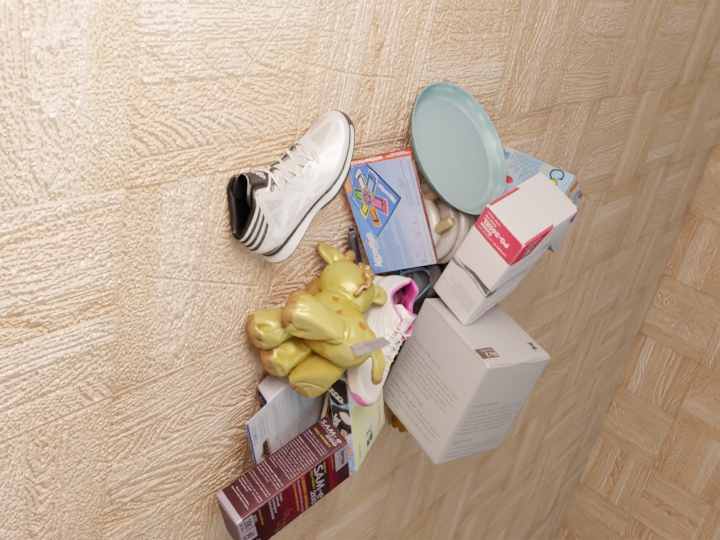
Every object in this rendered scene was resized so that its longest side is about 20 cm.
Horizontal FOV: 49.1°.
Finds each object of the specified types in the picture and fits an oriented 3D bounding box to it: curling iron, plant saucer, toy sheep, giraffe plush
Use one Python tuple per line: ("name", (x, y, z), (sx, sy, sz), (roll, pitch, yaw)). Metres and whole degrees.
("curling iron", (0.000, 0.000, 1.195), (0.050, 0.025, 0.202), (-50, 149, -23))
("plant saucer", (0.141, -0.176, 1.161), (0.197, 0.027, 0.206), (15, 65, -36))
("toy sheep", (0.116, -0.075, 1.212), (0.197, 0.137, 0.141), (-1, 117, -40))
("giraffe plush", (-0.040, 0.053, 1.077), (0.164, 0.195, 0.175), (-78, 153, -44))

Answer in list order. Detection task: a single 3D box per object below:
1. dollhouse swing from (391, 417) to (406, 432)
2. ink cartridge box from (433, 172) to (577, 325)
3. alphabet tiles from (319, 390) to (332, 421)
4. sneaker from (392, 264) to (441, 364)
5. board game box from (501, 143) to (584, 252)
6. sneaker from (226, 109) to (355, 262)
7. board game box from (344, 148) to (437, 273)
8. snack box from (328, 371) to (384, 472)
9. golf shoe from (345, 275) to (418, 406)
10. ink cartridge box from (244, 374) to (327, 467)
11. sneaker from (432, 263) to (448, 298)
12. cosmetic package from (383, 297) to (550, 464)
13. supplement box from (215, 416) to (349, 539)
("dollhouse swing", (0.150, 0.217, 1.508), (0.195, 0.175, 0.187), (-7, 94, -15))
("ink cartridge box", (0.212, -0.030, 1.179), (0.144, 0.084, 0.201), (-30, 160, -38))
("alphabet tiles", (-0.013, 0.178, 1.277), (0.199, 0.007, 0.171), (-12, 118, -69))
("sneaker", (0.058, 0.066, 1.280), (0.080, 0.073, 0.204), (-2, 124, -35))
("board game box", (0.252, -0.131, 1.301), (0.106, 0.198, 0.103), (-58, 149, -2))
("sneaker", (-0.083, -0.110, 0.927), (0.203, 0.075, 0.115), (-60, 152, 2))
("board game box", (0.042, -0.078, 1.110), (0.020, 0.100, 0.203), (-89, 166, -45))
("snack box", (-0.004, 0.201, 1.231), (0.117, 0.036, 0.204), (-52, 146, -46))
("golf shoe", (0.032, 0.095, 1.140), (0.075, 0.090, 0.205), (34, 57, -41))
("ink cartridge box", (-0.103, 0.215, 1.196), (0.199, 0.043, 0.199), (-39, 145, -32))
("sneaker", (0.143, 0.061, 1.379), (0.199, 0.113, 0.077), (-41, 143, -27))
("cosmetic package", (0.166, 0.171, 1.275), (0.162, 0.165, 0.203), (-1, 125, -42))
("supplement box", (-0.109, 0.317, 1.163), (0.198, 0.061, 0.110), (-33, 145, -24))
